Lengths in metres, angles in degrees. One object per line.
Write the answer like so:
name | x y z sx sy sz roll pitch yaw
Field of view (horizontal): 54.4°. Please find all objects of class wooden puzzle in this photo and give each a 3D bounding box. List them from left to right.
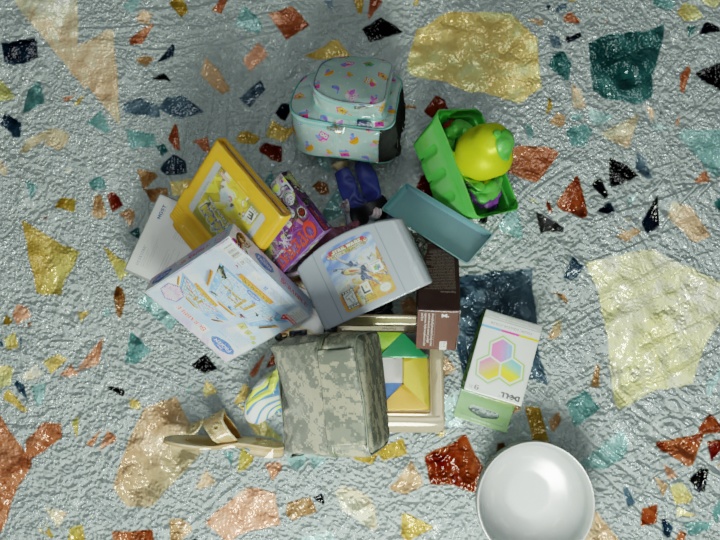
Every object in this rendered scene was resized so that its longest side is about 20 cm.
wooden puzzle | 0.052 0.174 1.194 0.185 0.037 0.200 1 80 -3

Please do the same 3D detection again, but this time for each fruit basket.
fruit basket | 0.205 -0.192 1.202 0.155 0.215 0.216 -14 80 -44

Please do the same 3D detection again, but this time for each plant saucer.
plant saucer | 0.129 -0.081 1.202 0.200 0.019 0.070 36 77 31

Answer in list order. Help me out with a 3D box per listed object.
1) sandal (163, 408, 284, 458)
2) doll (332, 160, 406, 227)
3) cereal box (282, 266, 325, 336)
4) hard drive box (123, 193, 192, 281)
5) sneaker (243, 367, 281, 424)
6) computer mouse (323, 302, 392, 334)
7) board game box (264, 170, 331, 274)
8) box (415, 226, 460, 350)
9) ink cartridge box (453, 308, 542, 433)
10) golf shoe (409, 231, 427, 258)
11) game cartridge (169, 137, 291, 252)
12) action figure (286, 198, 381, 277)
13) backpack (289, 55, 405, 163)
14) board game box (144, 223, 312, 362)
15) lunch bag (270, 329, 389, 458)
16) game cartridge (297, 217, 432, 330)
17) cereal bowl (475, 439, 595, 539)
sandal | -0.235 0.280 1.237 0.211 0.078 0.070 9 90 -5
doll | 0.020 -0.114 1.284 0.136 0.048 0.200 -21 84 9
cereal box | -0.099 0.033 1.278 0.144 0.040 0.200 28 85 4
hard drive box | -0.299 -0.027 1.275 0.200 0.077 0.156 24 85 4
sneaker | -0.119 0.217 1.211 0.200 0.076 0.105 -49 53 15
computer mouse | 0.034 0.152 1.239 0.138 0.053 0.200 -28 90 -11
board game box | -0.145 -0.057 1.162 0.120 0.032 0.200 50 126 4
box | 0.130 0.027 1.190 0.075 0.100 0.200 1 44 3
ink cartridge box | 0.241 0.178 1.237 0.104 0.059 0.200 17 84 4
golf shoe | 0.027 -0.004 1.193 0.200 0.088 0.077 -35 95 16
game cartridge | -0.225 -0.088 1.167 0.176 0.032 0.200 49 123 10
action figure | -0.029 -0.046 1.205 0.200 0.134 0.149 6 98 -11
backpack | -0.028 -0.286 1.245 0.200 0.153 0.176 1 49 12
board game box | -0.218 0.045 1.172 0.199 0.041 0.200 -29 120 24
lunch bag | -0.053 0.191 1.102 0.167 0.139 0.200 -8 87 16
game cartridge | 0.000 0.000 1.132 0.200 0.042 0.133 -26 93 19
cereal bowl | 0.293 0.389 1.199 0.200 0.083 0.200 0 84 3
